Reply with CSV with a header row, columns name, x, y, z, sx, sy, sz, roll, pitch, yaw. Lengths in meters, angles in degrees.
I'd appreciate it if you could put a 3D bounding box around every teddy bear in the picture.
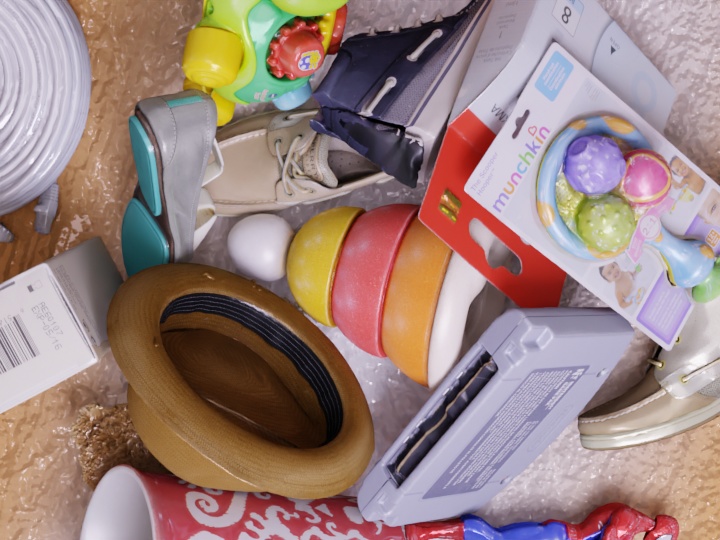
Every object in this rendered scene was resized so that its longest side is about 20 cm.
name,x,y,z,sx,sy,sz,roll,pitch,yaw
teddy bear,-0.109,0.101,1.082,0.145,0.067,0.200,42,90,-18

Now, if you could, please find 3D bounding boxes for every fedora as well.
name,x,y,z,sx,sy,sz,roll,pitch,yaw
fedora,-0.089,0.086,0.985,0.200,0.201,0.082,36,122,-4

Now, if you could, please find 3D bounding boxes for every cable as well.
name,x,y,z,sx,sy,sz,roll,pitch,yaw
cable,-0.290,-0.132,1.047,0.200,0.069,0.200,19,95,-2

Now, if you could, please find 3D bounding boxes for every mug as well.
name,x,y,z,sx,sy,sz,roll,pitch,yaw
mug,-0.088,0.206,1.043,0.200,0.177,0.134,8,84,-30

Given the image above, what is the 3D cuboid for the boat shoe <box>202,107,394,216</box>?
name,x,y,z,sx,sy,sz,roll,pitch,yaw
boat shoe,-0.035,-0.082,1.057,0.200,0.065,0.072,-10,96,0

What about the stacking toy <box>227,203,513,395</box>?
name,x,y,z,sx,sy,sz,roll,pitch,yaw
stacking toy,0.000,0.000,1.056,0.200,0.146,0.146,15,96,17

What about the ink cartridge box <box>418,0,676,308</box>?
name,x,y,z,sx,sy,sz,roll,pitch,yaw
ink cartridge box,0.129,-0.082,0.993,0.160,0.047,0.200,39,62,-38

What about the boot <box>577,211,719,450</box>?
name,x,y,z,sx,sy,sz,roll,pitch,yaw
boot,0.225,0.030,1.070,0.200,0.072,0.155,-24,96,-3

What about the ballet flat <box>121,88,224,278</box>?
name,x,y,z,sx,sy,sz,roll,pitch,yaw
ballet flat,-0.124,-0.048,1.018,0.064,0.200,0.067,-22,63,-23

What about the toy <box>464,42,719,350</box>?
name,x,y,z,sx,sy,sz,roll,pitch,yaw
toy,0.175,-0.044,0.971,0.200,0.047,0.115,37,79,-28

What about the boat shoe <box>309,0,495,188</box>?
name,x,y,z,sx,sy,sz,roll,pitch,yaw
boat shoe,0.042,-0.151,1.017,0.093,0.075,0.200,26,53,10

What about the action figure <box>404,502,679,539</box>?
name,x,y,z,sx,sy,sz,roll,pitch,yaw
action figure,0.137,0.221,1.090,0.200,0.065,0.099,-7,87,0

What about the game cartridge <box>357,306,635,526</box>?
name,x,y,z,sx,sy,sz,roll,pitch,yaw
game cartridge,0.096,0.099,1.029,0.200,0.133,0.041,-53,52,29

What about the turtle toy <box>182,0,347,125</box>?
name,x,y,z,sx,sy,sz,roll,pitch,yaw
turtle toy,-0.057,-0.178,0.986,0.101,0.200,0.146,11,76,-5

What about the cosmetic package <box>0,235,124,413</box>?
name,x,y,z,sx,sy,sz,roll,pitch,yaw
cosmetic package,-0.219,0.037,1.001,0.103,0.200,0.073,-27,95,3
